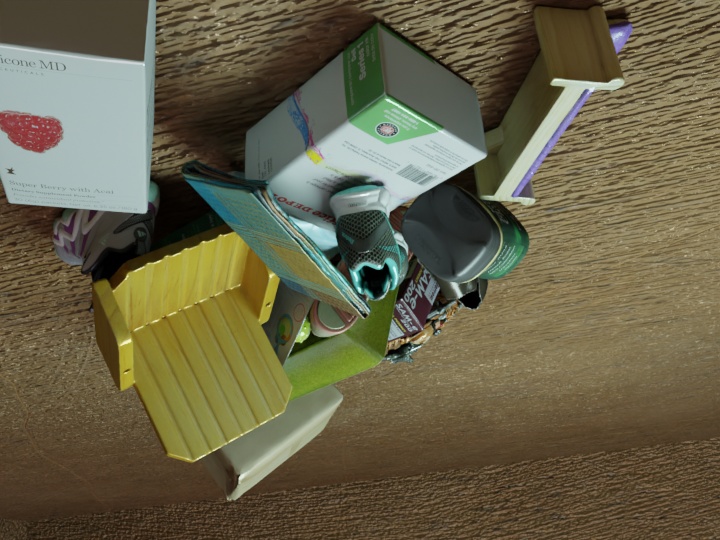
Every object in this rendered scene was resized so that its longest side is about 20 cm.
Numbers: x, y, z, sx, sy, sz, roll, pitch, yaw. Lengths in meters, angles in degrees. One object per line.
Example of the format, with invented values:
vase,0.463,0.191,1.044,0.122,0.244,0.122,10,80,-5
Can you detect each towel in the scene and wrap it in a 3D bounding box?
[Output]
towel,-0.083,-0.030,0.710,0.146,0.022,0.200,20,158,46

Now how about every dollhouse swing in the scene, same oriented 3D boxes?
dollhouse swing,-0.169,0.085,0.797,0.199,0.176,0.182,-24,156,-30

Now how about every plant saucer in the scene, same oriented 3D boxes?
plant saucer,-0.035,0.060,0.971,0.048,0.201,0.199,37,136,-26

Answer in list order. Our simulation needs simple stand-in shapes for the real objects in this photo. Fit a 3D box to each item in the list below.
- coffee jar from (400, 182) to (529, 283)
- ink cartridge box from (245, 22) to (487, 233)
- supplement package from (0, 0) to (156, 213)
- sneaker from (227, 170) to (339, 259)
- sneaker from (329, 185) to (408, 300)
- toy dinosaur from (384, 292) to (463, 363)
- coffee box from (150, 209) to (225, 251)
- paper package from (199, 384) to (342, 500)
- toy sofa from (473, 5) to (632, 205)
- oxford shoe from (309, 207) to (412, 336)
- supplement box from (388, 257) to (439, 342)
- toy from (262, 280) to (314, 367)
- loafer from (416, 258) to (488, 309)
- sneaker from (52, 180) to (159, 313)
coffee jar,0.121,-0.041,0.795,0.085,0.104,0.200,-48,164,18
ink cartridge box,0.000,-0.125,0.694,0.144,0.085,0.199,18,146,-41
supplement package,-0.227,-0.150,0.562,0.120,0.121,0.200,4,153,-15
sneaker,-0.074,-0.077,0.817,0.082,0.074,0.199,-36,147,20
sneaker,0.012,-0.007,0.743,0.077,0.092,0.200,-10,158,10
toy dinosaur,0.076,0.081,1.101,0.198,0.103,0.135,-1,159,-36
coffee box,-0.206,-0.004,0.893,0.199,0.044,0.123,-28,151,6
paper package,-0.159,0.190,1.025,0.199,0.191,0.104,-31,161,-35
toy sofa,0.183,-0.149,0.679,0.096,0.084,0.200,2,154,-11
oxford shoe,0.000,0.000,0.877,0.071,0.200,0.074,44,156,-2
supplement box,0.015,0.063,1.049,0.199,0.109,0.061,-25,112,35
toy,-0.100,0.073,0.939,0.047,0.115,0.201,18,107,-39
loafer,0.138,0.002,0.998,0.072,0.072,0.200,-18,151,27
sneaker,-0.303,-0.011,0.812,0.077,0.141,0.199,17,146,-38
